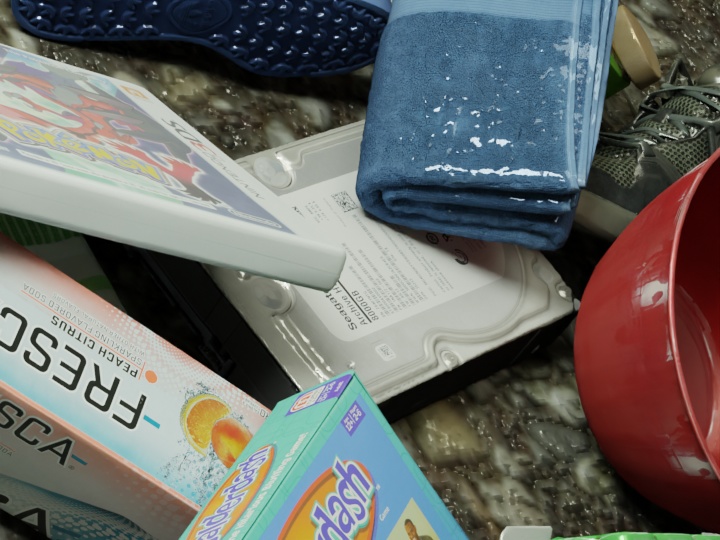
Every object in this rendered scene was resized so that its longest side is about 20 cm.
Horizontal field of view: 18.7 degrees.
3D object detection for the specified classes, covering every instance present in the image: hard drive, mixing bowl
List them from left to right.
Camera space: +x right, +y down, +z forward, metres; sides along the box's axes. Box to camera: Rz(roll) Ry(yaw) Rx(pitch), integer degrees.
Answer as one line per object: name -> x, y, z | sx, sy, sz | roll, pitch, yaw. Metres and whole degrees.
hard drive -> 0.000, 0.000, 1.018 | 0.199, 0.038, 0.140 | -21, 66, -47
mixing bowl -> 0.172, 0.041, 1.028 | 0.199, 0.108, 0.202 | 12, 72, -40

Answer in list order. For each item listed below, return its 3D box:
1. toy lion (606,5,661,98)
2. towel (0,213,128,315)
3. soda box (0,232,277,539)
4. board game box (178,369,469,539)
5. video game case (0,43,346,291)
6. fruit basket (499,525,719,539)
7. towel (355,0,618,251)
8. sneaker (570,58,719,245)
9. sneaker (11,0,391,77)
toy lion -> 0.076, -0.201, 1.184 | 0.192, 0.068, 0.201 | 42, 24, -51
towel -> -0.186, -0.029, 0.911 | 0.152, 0.023, 0.201 | -7, 57, -43
soda box -> -0.129, 0.042, 0.822 | 0.200, 0.068, 0.064 | 35, 44, -18
board game box -> 0.009, 0.160, 0.803 | 0.201, 0.045, 0.152 | 56, 36, -14
video game case -> -0.127, -0.057, 0.884 | 0.199, 0.023, 0.182 | 14, 17, -41
fruit basket -> 0.114, 0.195, 0.804 | 0.185, 0.093, 0.201 | 11, 65, -51
towel -> 0.065, -0.109, 1.044 | 0.111, 0.049, 0.201 | 7, 59, 8
sneaker -> 0.147, -0.063, 1.111 | 0.199, 0.115, 0.076 | 9, 8, -43
sneaker -> -0.077, -0.149, 1.069 | 0.199, 0.070, 0.078 | 7, 52, -24
